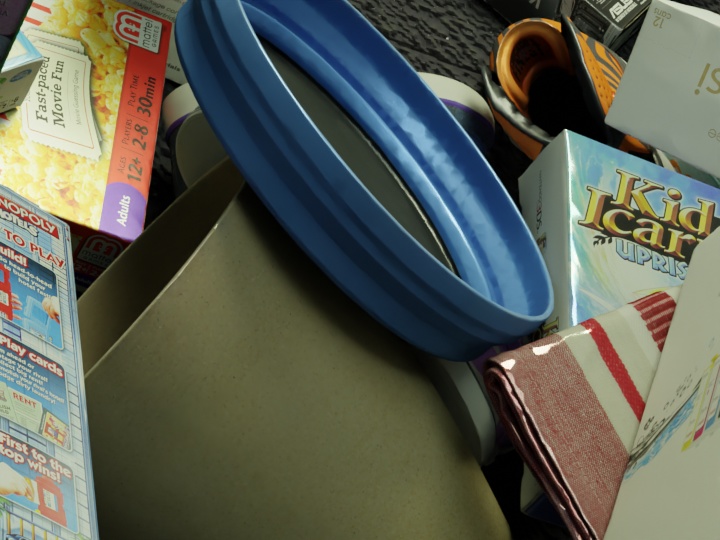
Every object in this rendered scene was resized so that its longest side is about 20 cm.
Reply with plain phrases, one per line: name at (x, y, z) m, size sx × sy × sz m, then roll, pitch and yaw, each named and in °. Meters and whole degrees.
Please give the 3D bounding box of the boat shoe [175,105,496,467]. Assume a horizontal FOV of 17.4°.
boat shoe at (0.000, 0.000, 1.037) m, size 0.200 × 0.072 × 0.066 m, roll 50°, pitch 47°, yaw 2°

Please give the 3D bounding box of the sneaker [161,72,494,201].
sneaker at (-0.002, -0.018, 1.140) m, size 0.199 × 0.081 × 0.147 m, roll 2°, pitch 63°, yaw -39°

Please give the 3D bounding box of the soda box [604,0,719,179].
soda box at (0.218, -0.060, 1.099) m, size 0.199 × 0.068 × 0.064 m, roll 29°, pitch 15°, yaw 32°

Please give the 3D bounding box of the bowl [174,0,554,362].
bowl at (0.000, -0.047, 0.958) m, size 0.201 × 0.039 × 0.201 m, roll 45°, pitch 17°, yaw -18°

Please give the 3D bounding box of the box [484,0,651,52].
box at (0.128, -0.216, 1.410) m, size 0.158 × 0.050 × 0.200 m, roll 41°, pitch 42°, yaw 5°

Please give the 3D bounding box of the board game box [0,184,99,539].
board game box at (-0.169, 0.069, 0.864) m, size 0.062 × 0.200 × 0.201 m, roll 32°, pitch 40°, yaw -29°

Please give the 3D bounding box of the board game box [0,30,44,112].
board game box at (-0.252, -0.136, 1.033) m, size 0.134 × 0.034 × 0.200 m, roll -25°, pitch 69°, yaw -43°

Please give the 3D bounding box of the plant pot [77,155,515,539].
plant pot at (-0.034, 0.084, 0.963) m, size 0.200 × 0.187 × 0.188 m, roll 43°, pitch 41°, yaw -10°

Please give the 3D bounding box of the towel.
towel at (0.155, 0.072, 0.955) m, size 0.199 × 0.023 × 0.145 m, roll -19°, pitch 74°, yaw -36°

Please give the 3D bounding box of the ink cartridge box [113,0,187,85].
ink cartridge box at (-0.068, -0.215, 1.168) m, size 0.084 × 0.200 × 0.147 m, roll 22°, pitch 44°, yaw -14°

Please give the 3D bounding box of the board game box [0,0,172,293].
board game box at (-0.193, -0.085, 1.085) m, size 0.199 × 0.046 × 0.152 m, roll 19°, pitch 45°, yaw -18°

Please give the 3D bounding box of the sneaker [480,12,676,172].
sneaker at (0.102, -0.100, 1.216) m, size 0.112 × 0.077 × 0.200 m, roll 52°, pitch 5°, yaw -37°

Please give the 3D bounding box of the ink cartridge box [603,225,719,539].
ink cartridge box at (0.197, 0.070, 0.873) m, size 0.147 × 0.145 × 0.201 m, roll 30°, pitch 53°, yaw -12°

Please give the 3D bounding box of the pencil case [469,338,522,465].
pencil case at (0.114, 0.045, 1.149) m, size 0.199 × 0.084 × 0.086 m, roll -7°, pitch 81°, yaw -37°

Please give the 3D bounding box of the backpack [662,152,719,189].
backpack at (0.240, -0.061, 1.284) m, size 0.177 × 0.151 × 0.200 m, roll 42°, pitch 48°, yaw -2°

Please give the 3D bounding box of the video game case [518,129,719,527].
video game case at (0.165, 0.048, 1.028) m, size 0.199 × 0.045 × 0.182 m, roll 19°, pitch 48°, yaw -20°

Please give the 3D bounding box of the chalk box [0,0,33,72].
chalk box at (-0.196, -0.149, 0.962) m, size 0.124 × 0.124 × 0.201 m, roll 12°, pitch 48°, yaw -23°
